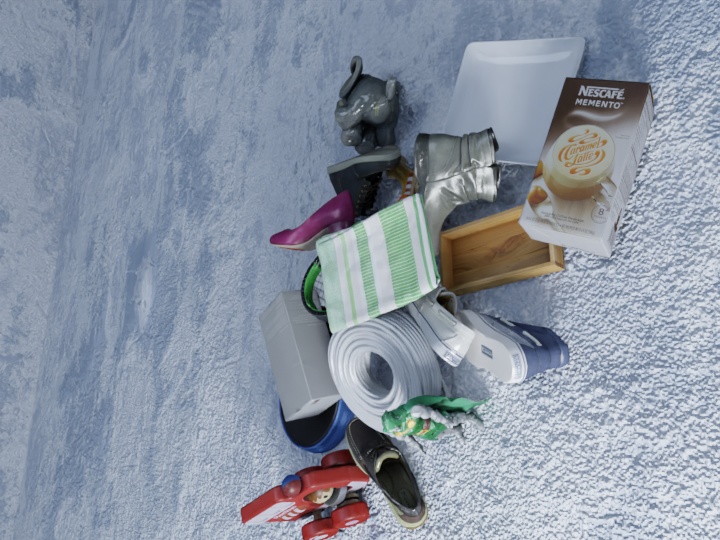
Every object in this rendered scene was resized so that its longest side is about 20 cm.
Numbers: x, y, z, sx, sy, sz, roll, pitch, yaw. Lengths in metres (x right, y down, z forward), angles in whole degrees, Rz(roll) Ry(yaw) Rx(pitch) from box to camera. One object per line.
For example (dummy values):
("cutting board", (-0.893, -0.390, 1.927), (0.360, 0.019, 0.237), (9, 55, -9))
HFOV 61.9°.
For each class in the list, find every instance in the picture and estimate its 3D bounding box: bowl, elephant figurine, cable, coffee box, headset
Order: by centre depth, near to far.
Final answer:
("coffee box", (0.296, -0.136, 0.784), (0.112, 0.079, 0.206), (16, 84, 35))
("cable", (0.034, 0.158, 0.949), (0.196, 0.068, 0.206), (-17, 96, 42))
("headset", (-0.025, -0.012, 0.984), (0.199, 0.094, 0.124), (-43, 47, 7))
("bowl", (-0.087, 0.237, 1.139), (0.197, 0.039, 0.208), (-17, 67, 43))
("elephant figurine", (0.007, -0.335, 1.153), (0.150, 0.143, 0.204), (-15, 47, 12))

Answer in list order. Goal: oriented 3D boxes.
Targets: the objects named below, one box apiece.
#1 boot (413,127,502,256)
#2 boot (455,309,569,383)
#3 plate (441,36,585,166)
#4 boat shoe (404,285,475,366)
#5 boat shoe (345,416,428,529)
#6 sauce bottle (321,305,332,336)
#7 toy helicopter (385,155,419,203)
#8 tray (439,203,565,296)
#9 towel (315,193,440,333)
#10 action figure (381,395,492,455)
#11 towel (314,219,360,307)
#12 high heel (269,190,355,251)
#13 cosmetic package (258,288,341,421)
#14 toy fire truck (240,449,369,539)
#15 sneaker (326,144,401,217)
("boot", (0.146, -0.109, 0.905), (0.126, 0.068, 0.207), (4, 115, 16))
("boot", (0.207, 0.101, 0.852), (0.200, 0.087, 0.076), (-136, 39, -70))
("plate", (0.229, -0.255, 0.923), (0.195, 0.032, 0.206), (11, 81, 36))
("boat shoe", (0.118, 0.060, 0.910), (0.071, 0.070, 0.201), (-52, 24, 12))
("boat shoe", (0.041, 0.304, 0.948), (0.200, 0.072, 0.066), (46, 154, 35))
("sauce bottle", (-0.078, 0.099, 1.153), (0.196, 0.065, 0.069), (2, 80, 45))
("toy helicopter", (0.093, -0.164, 1.043), (0.135, 0.077, 0.201), (-65, 31, 19))
("tray", (0.207, -0.030, 0.907), (0.196, 0.036, 0.102), (-17, 66, 42))
("towel", (0.021, -0.011, 0.900), (0.196, 0.023, 0.158), (-23, 68, 29))
("action figure", (0.095, 0.213, 0.835), (0.119, 0.196, 0.055), (-49, 49, 24))
("towel", (0.000, 0.000, 1.086), (0.197, 0.084, 0.171), (19, 91, 49))
("high heel", (-0.090, -0.088, 1.103), (0.194, 0.067, 0.100), (0, 85, 32))
("cosmetic package", (-0.105, 0.148, 1.065), (0.106, 0.088, 0.206), (-39, 64, 45))
("toy fire truck", (-0.086, 0.377, 1.002), (0.199, 0.165, 0.115), (-38, 53, 32))
("sneaker", (0.019, -0.158, 1.094), (0.198, 0.073, 0.110), (-2, 110, 57))
